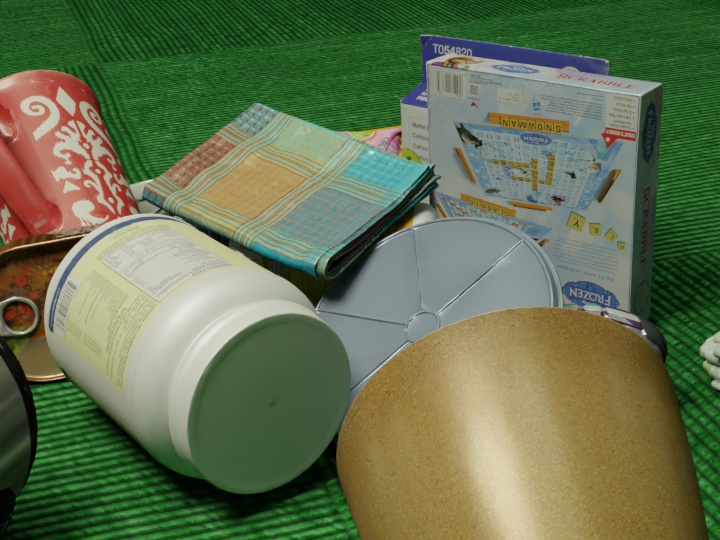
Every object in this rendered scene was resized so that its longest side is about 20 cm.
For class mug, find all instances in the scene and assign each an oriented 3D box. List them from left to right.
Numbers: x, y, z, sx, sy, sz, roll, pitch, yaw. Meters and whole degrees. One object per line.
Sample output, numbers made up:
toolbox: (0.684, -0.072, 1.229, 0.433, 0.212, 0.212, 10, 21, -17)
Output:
mug: (-0.273, -0.060, 1.034, 0.177, 0.134, 0.200, 7, 41, -44)

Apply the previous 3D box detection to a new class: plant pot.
plant pot: (0.092, 0.150, 0.578, 0.186, 0.187, 0.200, -5, 37, -6)

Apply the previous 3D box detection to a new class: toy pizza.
toy pizza: (0.049, 0.048, 0.855, 0.200, 0.032, 0.201, -17, 48, 19)

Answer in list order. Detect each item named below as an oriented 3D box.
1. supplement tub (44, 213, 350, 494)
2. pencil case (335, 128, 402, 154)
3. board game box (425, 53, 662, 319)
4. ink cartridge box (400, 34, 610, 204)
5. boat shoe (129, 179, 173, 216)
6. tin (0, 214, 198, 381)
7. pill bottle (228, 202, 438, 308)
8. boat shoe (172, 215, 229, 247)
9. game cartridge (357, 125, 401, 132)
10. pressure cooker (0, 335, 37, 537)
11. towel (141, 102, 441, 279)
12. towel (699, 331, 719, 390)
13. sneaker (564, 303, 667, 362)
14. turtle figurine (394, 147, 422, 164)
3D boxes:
supplement tub: (-0.113, 0.053, 0.828, 0.145, 0.145, 0.200, -19, 29, -32)
pencil case: (-0.032, -0.098, 1.206, 0.200, 0.088, 0.087, 1, 22, 33)
board game box: (0.146, -0.067, 1.002, 0.200, 0.200, 0.041, 17, 30, 36)
ink cartridge box: (0.122, -0.096, 1.070, 0.199, 0.201, 0.041, 16, 30, 37)
boat shoe: (-0.254, -0.061, 1.196, 0.073, 0.066, 0.200, 10, 27, 28)
tin: (-0.204, 0.021, 0.945, 0.199, 0.112, 0.042, -10, 15, -6)
pill bottle: (0.000, 0.000, 0.978, 0.199, 0.110, 0.109, 0, 24, 8)
boat shoe: (-0.132, -0.032, 1.128, 0.072, 0.072, 0.200, 10, 17, 37)
game cartridge: (0.058, -0.115, 1.326, 0.176, 0.033, 0.200, -11, 25, -17)
pressure cooker: (-0.301, 0.115, 0.675, 0.178, 0.176, 0.200, 2, 21, 19)
towel: (-0.058, -0.068, 0.962, 0.200, 0.022, 0.147, 24, 51, 32)
towel: (0.371, 0.065, 0.869, 0.171, 0.048, 0.200, -23, 31, -37)
sneaker: (0.116, 0.075, 0.872, 0.199, 0.075, 0.088, 0, 42, 22)
turtle figurine: (-0.016, -0.065, 1.080, 0.200, 0.065, 0.161, 5, -16, -41)
